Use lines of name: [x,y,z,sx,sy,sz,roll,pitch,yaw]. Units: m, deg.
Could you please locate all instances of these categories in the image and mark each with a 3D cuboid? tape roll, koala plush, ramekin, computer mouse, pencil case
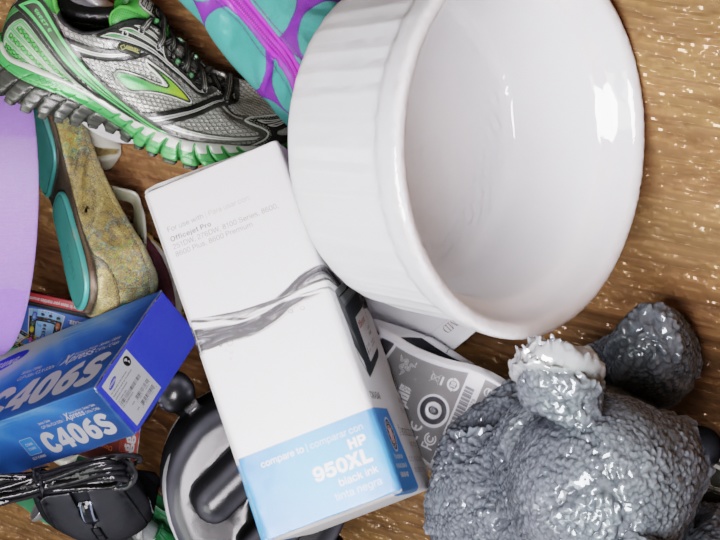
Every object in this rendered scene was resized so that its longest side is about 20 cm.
tape roll: [-0.273,-0.043,1.253,0.200,0.065,0.203,-178,90,-67]
koala plush: [0.122,0.117,0.967,0.200,0.182,0.179,75,179,-84]
ramekin: [0.054,-0.068,0.971,0.097,0.200,0.202,5,121,45]
computer mouse: [-0.203,0.159,1.208,0.200,0.139,0.047,98,164,-78]
pencil case: [-0.057,-0.153,1.053,0.200,0.092,0.085,48,114,16]
computer mouse: [0.019,0.071,1.117,0.199,0.044,0.111,27,97,14]

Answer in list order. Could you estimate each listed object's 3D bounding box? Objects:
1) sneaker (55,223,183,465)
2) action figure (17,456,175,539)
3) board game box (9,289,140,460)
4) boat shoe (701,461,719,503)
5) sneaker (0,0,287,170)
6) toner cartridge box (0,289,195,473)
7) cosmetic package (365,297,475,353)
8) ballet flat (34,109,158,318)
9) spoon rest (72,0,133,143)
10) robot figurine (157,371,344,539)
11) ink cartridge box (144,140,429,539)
sneaker: [-0.183,0.059,1.321,0.074,0.090,0.201,28,133,21]
action figure: [-0.150,0.209,1.379,0.199,0.055,0.118,34,140,-27]
board game box: [-0.221,0.069,1.296,0.199,0.019,0.104,9,93,43]
boat shoe: [0.163,0.145,1.115,0.198,0.064,0.071,-3,116,39]
sneaker: [-0.126,-0.121,1.131,0.198,0.078,0.086,17,113,-9]
toner cartridge box: [-0.202,0.082,1.199,0.199,0.095,0.043,-21,116,39]
cosmetic package: [0.000,0.000,1.162,0.151,0.052,0.200,47,136,0]
ballet flat: [-0.186,-0.059,1.253,0.071,0.070,0.202,-49,54,46]
spoon rest: [-0.180,-0.172,1.184,0.099,0.061,0.202,0,117,37]
robot figurine: [-0.071,0.137,1.220,0.200,0.123,0.152,-170,76,-82]
ink cartridge box: [-0.037,0.042,1.030,0.083,0.145,0.202,-21,82,6]
